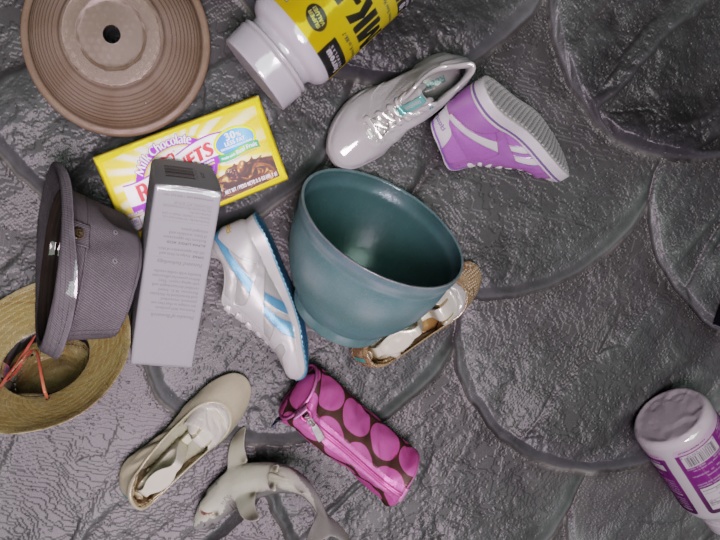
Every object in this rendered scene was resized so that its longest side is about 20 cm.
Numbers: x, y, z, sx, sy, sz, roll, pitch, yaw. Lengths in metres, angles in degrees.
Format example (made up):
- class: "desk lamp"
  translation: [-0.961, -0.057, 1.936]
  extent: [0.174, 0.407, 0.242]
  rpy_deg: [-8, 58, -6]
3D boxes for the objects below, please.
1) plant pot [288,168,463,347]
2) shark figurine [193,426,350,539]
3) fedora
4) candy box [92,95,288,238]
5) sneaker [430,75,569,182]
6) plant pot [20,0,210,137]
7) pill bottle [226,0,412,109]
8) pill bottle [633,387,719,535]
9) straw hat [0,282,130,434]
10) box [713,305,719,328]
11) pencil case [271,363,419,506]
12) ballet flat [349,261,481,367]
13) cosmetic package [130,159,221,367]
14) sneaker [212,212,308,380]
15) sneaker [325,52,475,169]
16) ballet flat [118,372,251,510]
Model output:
- class: "plant pot"
  translation: [0.000, 0.000, 0.848]
  extent: [0.197, 0.202, 0.135]
  rpy_deg: [19, 123, -16]
- class: "shark figurine"
  translation: [-0.096, 0.272, 0.914]
  extent: [0.089, 0.211, 0.131]
  rpy_deg: [42, 55, -53]
- class: "fedora"
  translation: [-0.283, -0.007, 0.778]
  extent: [0.089, 0.202, 0.178]
  rpy_deg: [6, 137, -30]
- class: "candy box"
  translation: [-0.190, -0.117, 0.851]
  extent: [0.197, 0.026, 0.104]
  rpy_deg: [-23, 104, -8]
- class: "sneaker"
  translation: [0.166, -0.151, 0.915]
  extent: [0.199, 0.074, 0.114]
  rpy_deg: [29, 133, -35]
- class: "plant pot"
  translation: [-0.255, -0.242, 0.777]
  extent: [0.197, 0.093, 0.205]
  rpy_deg: [-2, 100, -13]
- class: "pill bottle"
  translation: [-0.042, -0.278, 0.808]
  extent: [0.200, 0.114, 0.115]
  rpy_deg: [-43, 107, -1]
- class: "pill bottle"
  translation: [0.476, 0.271, 1.041]
  extent: [0.112, 0.112, 0.201]
  rpy_deg: [-39, 107, -3]
- class: "straw hat"
  translation: [-0.342, 0.110, 0.826]
  extent: [0.197, 0.203, 0.086]
  rpy_deg: [-15, 144, -9]
- class: "box"
  translation: [0.620, 0.016, 1.027]
  extent: [0.179, 0.104, 0.204]
  rpy_deg: [15, 98, -15]
- class: "pencil case"
  translation: [-0.011, 0.209, 0.924]
  extent: [0.199, 0.094, 0.091]
  rpy_deg: [40, 90, -18]
- class: "ballet flat"
  translation: [0.078, 0.061, 0.929]
  extent: [0.199, 0.065, 0.071]
  rpy_deg: [-36, 107, -4]
- class: "cosmetic package"
  translation: [-0.204, -0.008, 0.813]
  extent: [0.073, 0.102, 0.204]
  rpy_deg: [5, 111, -19]
- class: "sneaker"
  translation: [-0.117, 0.039, 0.880]
  extent: [0.079, 0.077, 0.203]
  rpy_deg: [-22, 99, 0]
- class: "sneaker"
  translation: [0.046, -0.189, 0.860]
  extent: [0.199, 0.088, 0.076]
  rpy_deg: [-38, 108, -3]
- class: "ballet flat"
  translation: [-0.206, 0.207, 0.892]
  extent: [0.200, 0.069, 0.070]
  rpy_deg: [-44, 107, -2]
